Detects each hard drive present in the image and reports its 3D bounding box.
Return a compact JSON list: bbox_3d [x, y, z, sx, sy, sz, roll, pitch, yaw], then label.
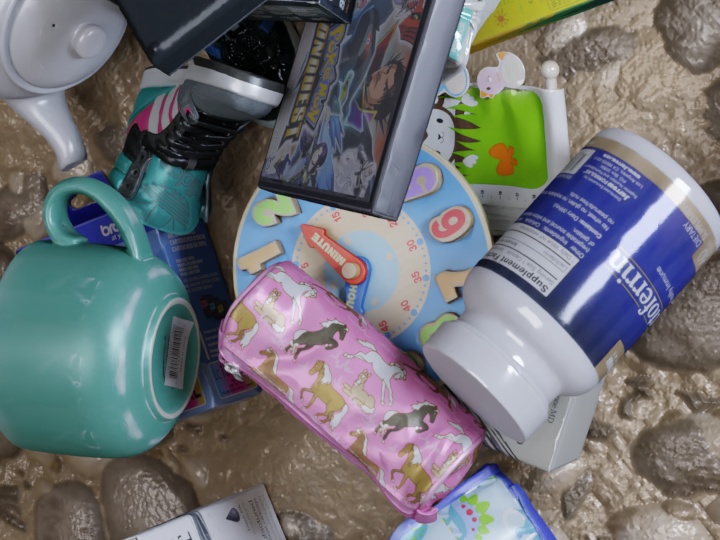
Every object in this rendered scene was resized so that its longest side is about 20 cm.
[{"bbox_3d":[-0.089,-0.245,1.425,0.200,0.033,0.140,-36,67,12],"label":"hard drive"}]

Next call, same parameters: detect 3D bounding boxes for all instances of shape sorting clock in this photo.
[{"bbox_3d":[0.000,0.000,1.503,0.199,0.039,0.202,1,93,24],"label":"shape sorting clock"}]

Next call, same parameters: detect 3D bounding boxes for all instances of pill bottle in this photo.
[{"bbox_3d":[0.141,0.011,1.427,0.116,0.116,0.200,40,80,16],"label":"pill bottle"}]

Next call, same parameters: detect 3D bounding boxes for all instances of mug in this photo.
[{"bbox_3d":[-0.186,0.046,1.513,0.114,0.152,0.186,5,131,19],"label":"mug"}]

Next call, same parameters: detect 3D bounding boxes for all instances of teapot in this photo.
[{"bbox_3d":[-0.240,-0.207,1.574,0.146,0.200,0.198,38,92,34],"label":"teapot"}]

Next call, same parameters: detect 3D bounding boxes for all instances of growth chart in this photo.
[{"bbox_3d":[0.063,-0.080,1.534,0.199,0.018,0.146,-7,108,25],"label":"growth chart"}]

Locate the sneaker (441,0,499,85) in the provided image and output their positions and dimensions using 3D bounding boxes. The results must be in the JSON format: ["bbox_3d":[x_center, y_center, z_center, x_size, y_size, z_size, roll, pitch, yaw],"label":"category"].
[{"bbox_3d":[0.065,-0.178,1.435,0.075,0.089,0.200,24,117,-20],"label":"sneaker"}]

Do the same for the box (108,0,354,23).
[{"bbox_3d":[-0.081,-0.258,1.484,0.199,0.046,0.160,8,81,34],"label":"box"}]

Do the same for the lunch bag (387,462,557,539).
[{"bbox_3d":[0.073,0.264,1.529,0.200,0.127,0.170,-40,76,10],"label":"lunch bag"}]

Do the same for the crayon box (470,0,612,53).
[{"bbox_3d":[0.098,-0.230,1.500,0.199,0.051,0.128,-17,88,25],"label":"crayon box"}]

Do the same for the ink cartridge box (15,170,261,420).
[{"bbox_3d":[-0.178,0.025,1.643,0.136,0.076,0.201,-20,85,25],"label":"ink cartridge box"}]

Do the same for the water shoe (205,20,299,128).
[{"bbox_3d":[-0.106,-0.196,1.583,0.071,0.079,0.201,-27,84,25],"label":"water shoe"}]

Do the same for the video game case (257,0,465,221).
[{"bbox_3d":[0.003,-0.141,1.431,0.180,0.025,0.201,16,89,62],"label":"video game case"}]

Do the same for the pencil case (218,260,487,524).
[{"bbox_3d":[-0.006,0.083,1.454,0.200,0.083,0.087,39,107,7],"label":"pencil case"}]

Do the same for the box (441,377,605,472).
[{"bbox_3d":[0.071,0.070,1.533,0.199,0.068,0.083,21,102,22],"label":"box"}]

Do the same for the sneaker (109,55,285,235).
[{"bbox_3d":[-0.124,-0.087,1.533,0.200,0.083,0.122,3,78,66],"label":"sneaker"}]

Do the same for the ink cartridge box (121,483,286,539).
[{"bbox_3d":[-0.121,0.255,1.569,0.084,0.200,0.146,-25,85,25],"label":"ink cartridge box"}]
